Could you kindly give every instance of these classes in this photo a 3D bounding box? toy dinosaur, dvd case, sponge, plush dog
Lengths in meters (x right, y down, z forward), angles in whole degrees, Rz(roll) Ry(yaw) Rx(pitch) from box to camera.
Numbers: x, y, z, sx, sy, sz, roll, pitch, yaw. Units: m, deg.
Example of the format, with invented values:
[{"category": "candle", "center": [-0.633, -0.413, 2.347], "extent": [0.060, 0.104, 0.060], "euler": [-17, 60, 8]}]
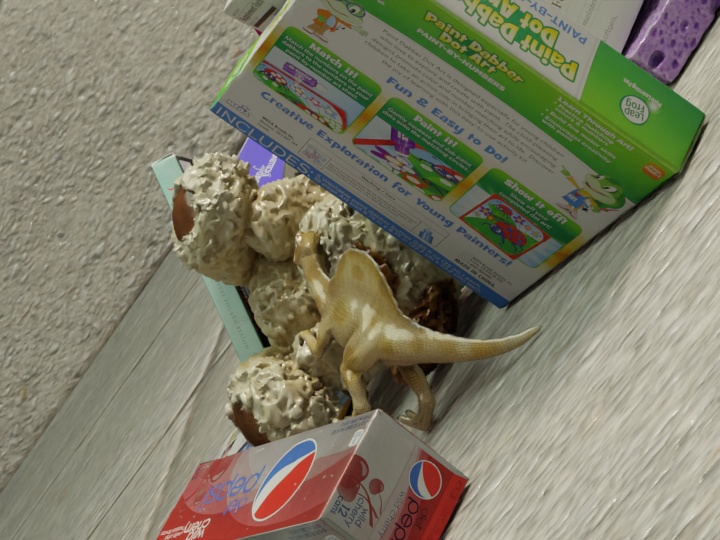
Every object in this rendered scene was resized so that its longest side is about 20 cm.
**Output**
[{"category": "toy dinosaur", "center": [0.011, 0.040, 1.142], "extent": [0.200, 0.058, 0.101], "euler": [28, 126, 47]}, {"category": "dvd case", "center": [-0.081, -0.005, 1.427], "extent": [0.022, 0.146, 0.200], "euler": [-25, -4, 6]}, {"category": "sponge", "center": [0.199, -0.191, 1.176], "extent": [0.200, 0.030, 0.112], "euler": [-57, 9, -3]}, {"category": "plush dog", "center": [0.000, 0.000, 1.274], "extent": [0.160, 0.200, 0.172], "euler": [-9, -14, -40]}]

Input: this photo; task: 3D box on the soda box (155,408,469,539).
[{"category": "soda box", "center": [-0.033, 0.130, 1.080], "extent": [0.200, 0.063, 0.070], "euler": [-24, 33, 57]}]

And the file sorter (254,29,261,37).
[{"category": "file sorter", "center": [0.032, -0.217, 1.602], "extent": [0.200, 0.139, 0.125], "euler": [-5, 40, 42]}]

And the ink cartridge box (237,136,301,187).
[{"category": "ink cartridge box", "center": [0.017, -0.110, 1.409], "extent": [0.198, 0.200, 0.043], "euler": [-69, -26, -54]}]

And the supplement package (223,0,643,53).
[{"category": "supplement package", "center": [0.041, -0.156, 1.167], "extent": [0.114, 0.200, 0.110], "euler": [-67, 10, -8]}]

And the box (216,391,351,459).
[{"category": "box", "center": [-0.069, 0.137, 1.446], "extent": [0.200, 0.041, 0.119], "euler": [-50, 11, 51]}]

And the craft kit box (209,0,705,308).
[{"category": "craft kit box", "center": [0.042, -0.081, 1.080], "extent": [0.049, 0.200, 0.198], "euler": [-60, 10, -27]}]
